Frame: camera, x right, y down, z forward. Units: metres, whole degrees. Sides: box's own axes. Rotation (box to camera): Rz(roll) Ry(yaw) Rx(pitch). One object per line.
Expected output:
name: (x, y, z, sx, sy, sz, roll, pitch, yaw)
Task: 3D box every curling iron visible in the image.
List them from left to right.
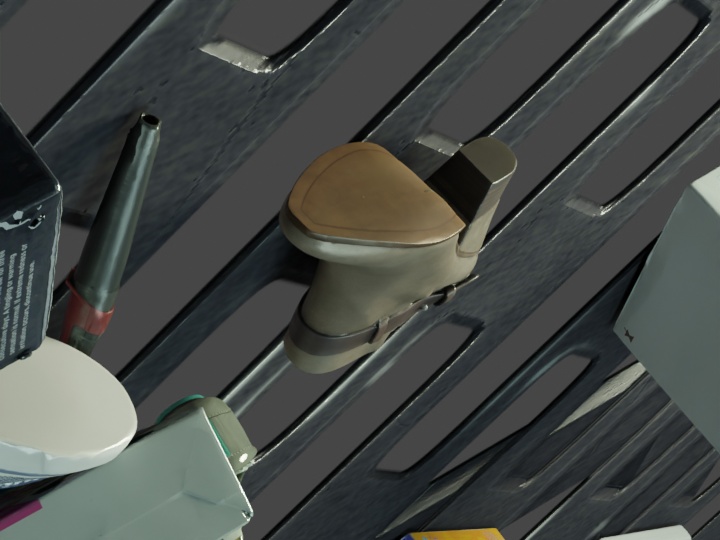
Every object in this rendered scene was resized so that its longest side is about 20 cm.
curling iron: (-0.128, 0.007, 1.143, 0.025, 0.050, 0.201, 1, 134, -26)

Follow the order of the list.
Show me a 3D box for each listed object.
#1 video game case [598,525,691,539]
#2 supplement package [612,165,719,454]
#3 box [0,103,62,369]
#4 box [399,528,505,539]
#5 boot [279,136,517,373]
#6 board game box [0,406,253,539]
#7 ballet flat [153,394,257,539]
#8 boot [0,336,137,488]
video game case: (0.220, 0.319, 2.411, 0.182, 0.023, 0.200, -47, 157, 20)
supplement package: (0.318, 0.001, 1.740, 0.199, 0.147, 0.192, -29, 158, -28)
box: (-0.218, -0.010, 0.796, 0.199, 0.148, 0.105, -28, 158, -25)
box: (0.040, 0.256, 1.945, 0.119, 0.042, 0.200, -45, 161, 16)
boot: (0.000, 0.000, 1.305, 0.199, 0.070, 0.146, -15, 151, -47)
board game box: (-0.161, 0.139, 1.211, 0.147, 0.065, 0.200, -27, -179, -31)
ballet flat: (-0.095, 0.142, 1.440, 0.067, 0.064, 0.200, -31, 158, -21)
boot: (-0.202, 0.077, 1.101, 0.199, 0.073, 0.090, 6, 139, -39)
